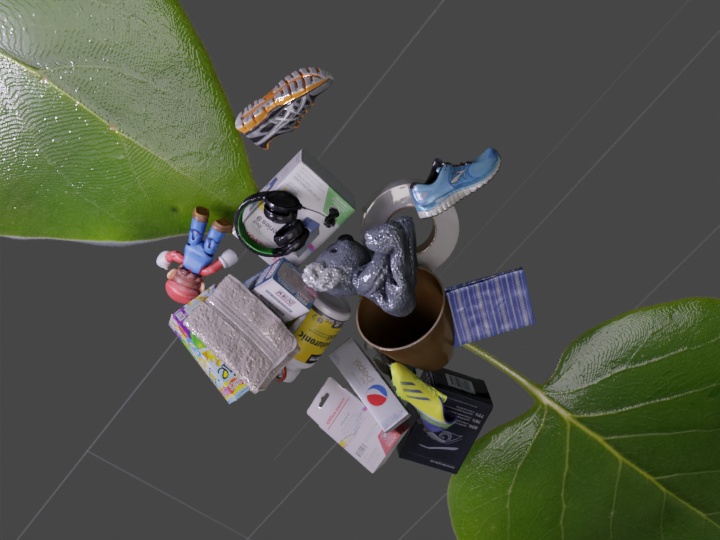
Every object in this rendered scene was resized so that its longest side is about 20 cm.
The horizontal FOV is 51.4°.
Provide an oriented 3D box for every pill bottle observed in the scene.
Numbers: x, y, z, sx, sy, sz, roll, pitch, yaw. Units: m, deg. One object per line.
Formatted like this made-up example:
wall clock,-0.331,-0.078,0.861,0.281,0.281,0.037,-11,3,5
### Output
pill bottle,-0.116,0.129,1.537,0.111,0.111,0.200,31,110,-17

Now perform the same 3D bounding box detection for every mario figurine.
mario figurine,-0.322,-0.026,1.477,0.106,0.123,0.201,2,122,-51

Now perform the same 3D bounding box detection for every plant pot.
plant pot,0.115,0.119,1.520,0.186,0.187,0.200,-28,140,9

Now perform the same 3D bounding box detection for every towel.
towel,-0.218,0.120,1.397,0.200,0.034,0.133,44,69,-3
towel,0.266,0.082,1.593,0.199,0.024,0.146,-17,115,3

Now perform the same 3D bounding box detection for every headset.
headset,-0.135,-0.083,1.352,0.199,0.094,0.124,-10,117,13

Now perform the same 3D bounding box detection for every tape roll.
tape roll,0.097,-0.084,1.497,0.201,0.037,0.204,-2,115,-4

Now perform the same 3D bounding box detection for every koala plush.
koala plush,0.000,0.000,1.406,0.198,0.177,0.185,-4,97,14

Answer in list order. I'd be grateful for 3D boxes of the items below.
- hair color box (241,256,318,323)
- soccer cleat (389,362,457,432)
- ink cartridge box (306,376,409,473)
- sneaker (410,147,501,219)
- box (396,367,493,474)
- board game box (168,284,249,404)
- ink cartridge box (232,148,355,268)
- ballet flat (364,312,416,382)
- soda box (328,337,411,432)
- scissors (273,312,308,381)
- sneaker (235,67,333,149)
hair color box,-0.178,0.056,1.471,0.100,0.061,0.200,42,140,-19
soccer cleat,0.128,0.251,1.520,0.083,0.065,0.201,-24,120,21
ink cartridge box,-0.007,0.326,1.632,0.200,0.067,0.117,39,109,15
sneaker,0.180,-0.182,1.419,0.199,0.078,0.090,-34,99,-14
box,0.180,0.328,1.654,0.147,0.104,0.201,20,112,-12
board game box,-0.269,0.145,1.450,0.103,0.105,0.200,-38,89,-22
ink cartridge box,-0.128,-0.108,1.441,0.200,0.088,0.145,-42,111,16
ballet flat,0.047,0.168,1.595,0.072,0.072,0.201,-28,112,8
soda box,0.020,0.239,1.558,0.064,0.068,0.200,-37,74,0
scissors,-0.156,0.137,1.478,0.073,0.014,0.201,34,122,21
sneaker,-0.130,-0.298,1.367,0.199,0.078,0.077,-30,127,13
